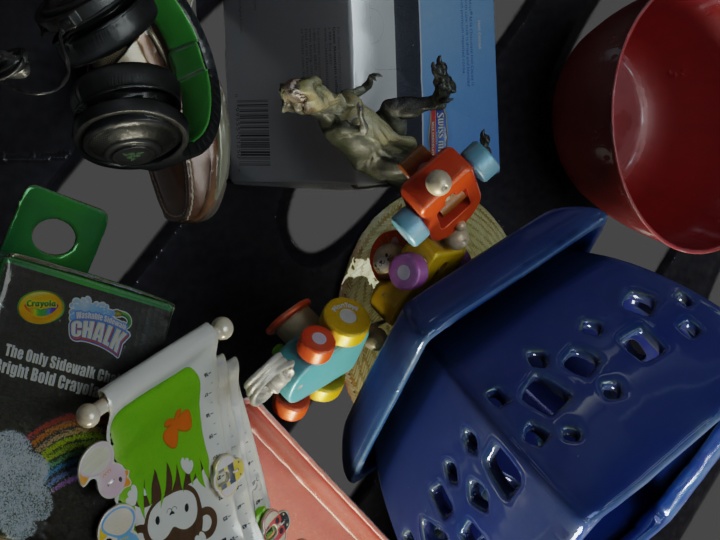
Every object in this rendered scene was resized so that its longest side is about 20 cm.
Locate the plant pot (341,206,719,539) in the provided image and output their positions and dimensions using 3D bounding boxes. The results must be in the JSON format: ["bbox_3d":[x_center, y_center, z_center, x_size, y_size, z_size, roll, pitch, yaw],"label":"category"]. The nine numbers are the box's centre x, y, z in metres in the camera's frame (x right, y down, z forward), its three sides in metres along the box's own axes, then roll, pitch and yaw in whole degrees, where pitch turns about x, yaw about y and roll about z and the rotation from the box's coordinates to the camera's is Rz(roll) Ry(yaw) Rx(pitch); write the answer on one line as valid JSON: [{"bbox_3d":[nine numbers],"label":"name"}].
[{"bbox_3d":[0.109,0.092,1.388,0.199,0.200,0.180,-32,71,-34],"label":"plant pot"}]

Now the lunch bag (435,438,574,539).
[{"bbox_3d":[0.091,0.189,1.547,0.082,0.161,0.200,35,66,3],"label":"lunch bag"}]

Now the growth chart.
[{"bbox_3d":[-0.098,0.129,1.307,0.145,0.018,0.201,-43,130,-39],"label":"growth chart"}]

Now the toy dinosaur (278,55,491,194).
[{"bbox_3d":[0.029,-0.075,1.349,0.200,0.088,0.048,46,30,-41],"label":"toy dinosaur"}]

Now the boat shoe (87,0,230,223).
[{"bbox_3d":[-0.135,-0.124,1.379,0.071,0.075,0.202,-15,94,-37],"label":"boat shoe"}]

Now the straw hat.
[{"bbox_3d":[0.084,0.040,1.573,0.200,0.085,0.203,-4,96,-42],"label":"straw hat"}]

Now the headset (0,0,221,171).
[{"bbox_3d":[-0.152,-0.113,1.264,0.200,0.093,0.124,-11,83,-65],"label":"headset"}]

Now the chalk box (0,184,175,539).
[{"bbox_3d":[-0.199,0.055,1.294,0.124,0.123,0.202,20,78,-40],"label":"chalk box"}]

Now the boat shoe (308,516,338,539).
[{"bbox_3d":[-0.084,0.120,1.448,0.200,0.071,0.065,49,27,-31],"label":"boat shoe"}]

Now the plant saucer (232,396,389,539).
[{"bbox_3d":[-0.091,0.195,1.410,0.199,0.037,0.200,-41,122,1],"label":"plant saucer"}]

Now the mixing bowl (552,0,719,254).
[{"bbox_3d":[0.213,-0.114,1.667,0.199,0.108,0.202,-3,94,-43],"label":"mixing bowl"}]

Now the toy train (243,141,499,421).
[{"bbox_3d":[0.000,0.000,1.335,0.200,0.056,0.150,-44,160,-1],"label":"toy train"}]

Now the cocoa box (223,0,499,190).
[{"bbox_3d":[0.000,-0.157,1.453,0.131,0.133,0.202,-7,97,-41],"label":"cocoa box"}]
